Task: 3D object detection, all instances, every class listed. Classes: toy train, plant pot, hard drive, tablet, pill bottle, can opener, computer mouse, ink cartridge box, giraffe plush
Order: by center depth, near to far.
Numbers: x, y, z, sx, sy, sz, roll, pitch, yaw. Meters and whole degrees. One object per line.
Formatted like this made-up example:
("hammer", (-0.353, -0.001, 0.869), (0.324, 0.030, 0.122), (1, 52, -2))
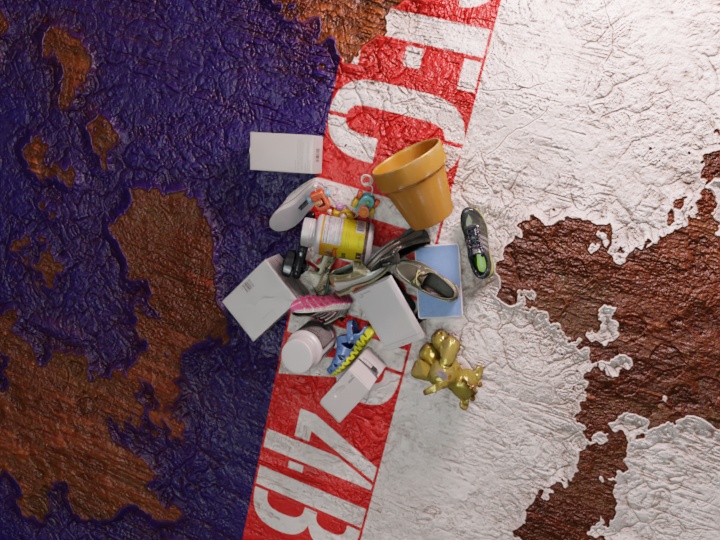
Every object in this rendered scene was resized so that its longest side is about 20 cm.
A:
("plant pot", (0.154, -0.217, 1.554), (0.196, 0.201, 0.186), (-21, 110, 19))
("pill bottle", (-0.063, -0.091, 1.624), (0.194, 0.109, 0.112), (10, 103, 0))
("giraffe plush", (0.258, 0.287, 1.635), (0.160, 0.201, 0.174), (32, 106, -22))
("tablet", (0.218, 0.030, 1.641), (0.127, 0.014, 0.206), (-4, 88, 15))
("toy train", (-0.046, -0.187, 1.646), (0.195, 0.056, 0.152), (-14, 128, 16))
("hard drive", (0.081, 0.124, 1.667), (0.130, 0.027, 0.203), (-23, 105, 30))
("computer mouse", (0.104, 0.087, 1.686), (0.200, 0.053, 0.139), (45, 110, 4))
("ink cartridge box", (-0.018, 0.323, 1.687), (0.084, 0.200, 0.145), (42, 109, 5))
("can opener", (-0.167, -0.073, 1.706), (0.077, 0.063, 0.205), (19, 87, -12))
("pill bottle", (-0.150, 0.218, 1.707), (0.111, 0.200, 0.117), (3, 101, 15))

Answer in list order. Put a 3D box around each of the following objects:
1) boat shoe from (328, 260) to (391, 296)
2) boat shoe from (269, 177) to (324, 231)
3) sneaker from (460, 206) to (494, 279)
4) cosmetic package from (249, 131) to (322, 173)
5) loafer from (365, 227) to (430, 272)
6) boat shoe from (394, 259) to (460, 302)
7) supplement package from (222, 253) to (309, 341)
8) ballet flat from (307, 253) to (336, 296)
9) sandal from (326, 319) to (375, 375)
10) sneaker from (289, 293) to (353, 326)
("boat shoe", (0.000, 0.000, 1.677), (0.197, 0.075, 0.069), (-29, 113, 12))
("boat shoe", (-0.187, -0.196, 1.712), (0.199, 0.066, 0.072), (-42, 123, 17))
("sneaker", (0.314, -0.071, 1.579), (0.072, 0.081, 0.205), (-16, 95, 18))
("cosmetic package", (-0.213, -0.336, 1.685), (0.195, 0.085, 0.111), (8, 102, 16))
("loafer", (0.105, -0.052, 1.612), (0.198, 0.072, 0.063), (-36, 73, -9))
("boat shoe", (0.180, 0.025, 1.613), (0.198, 0.060, 0.073), (27, 95, 14))
("supplement package", (-0.283, 0.079, 1.768), (0.199, 0.111, 0.157), (-41, 88, 18))
("ballet flat", (-0.113, -0.013, 1.720), (0.074, 0.068, 0.204), (13, 106, -29))
("sandal", (-0.039, 0.224, 1.746), (0.087, 0.079, 0.201), (39, 100, 10))
("sneaker", (-0.114, 0.122, 1.706), (0.074, 0.196, 0.089), (44, 130, 45))
